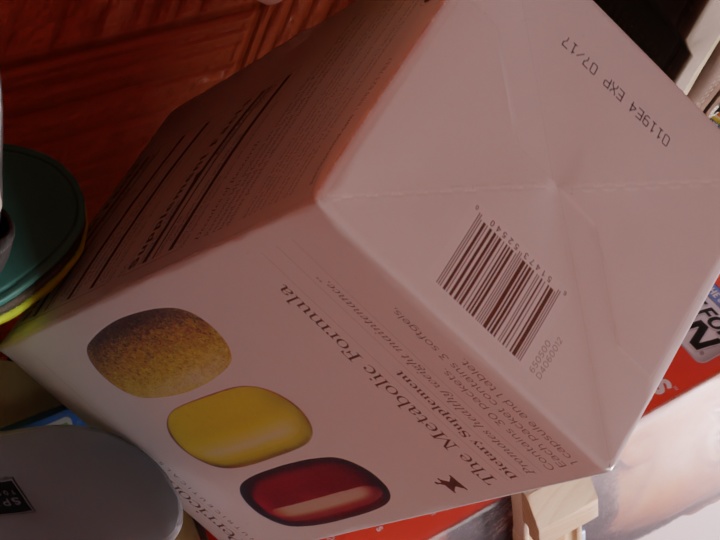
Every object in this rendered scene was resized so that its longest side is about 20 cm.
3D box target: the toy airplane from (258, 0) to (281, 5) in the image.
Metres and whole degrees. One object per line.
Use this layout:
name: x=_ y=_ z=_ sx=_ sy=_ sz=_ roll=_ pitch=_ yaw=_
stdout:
toy airplane: x=0.016 y=-0.162 z=0.641 sx=0.199 sy=0.141 sz=0.200 roll=0 pitch=127 yaw=-58

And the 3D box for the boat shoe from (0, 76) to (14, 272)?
boat shoe: x=-0.113 y=-0.007 z=0.588 sx=0.057 sy=0.069 sz=0.200 roll=-36 pitch=167 yaw=-19

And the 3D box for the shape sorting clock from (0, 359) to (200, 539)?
shape sorting clock: x=-0.132 y=0.127 z=0.760 sx=0.200 sy=0.039 sz=0.201 roll=2 pitch=88 yaw=-40

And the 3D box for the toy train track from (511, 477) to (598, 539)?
toy train track: x=0.073 y=0.137 z=0.829 sx=0.114 sy=0.033 sz=0.200 roll=-26 pitch=139 yaw=-17

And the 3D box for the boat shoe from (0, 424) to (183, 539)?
boat shoe: x=-0.143 y=0.084 z=0.682 sx=0.199 sy=0.074 sz=0.068 roll=-3 pitch=137 yaw=-51

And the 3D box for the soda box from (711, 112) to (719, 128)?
soda box: x=0.090 y=-0.104 z=0.804 sx=0.063 sy=0.068 sz=0.201 roll=-21 pitch=104 yaw=-44

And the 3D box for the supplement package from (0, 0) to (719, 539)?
supplement package: x=0.000 y=0.000 z=0.705 sx=0.200 sy=0.114 sz=0.110 roll=-23 pitch=-151 yaw=56

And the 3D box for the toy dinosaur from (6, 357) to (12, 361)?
toy dinosaur: x=-0.104 y=0.103 z=0.843 sx=0.077 sy=0.201 sz=0.102 roll=-11 pitch=180 yaw=-38

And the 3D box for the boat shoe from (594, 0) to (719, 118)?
boat shoe: x=0.094 y=-0.071 z=0.723 sx=0.068 sy=0.072 sz=0.200 roll=-20 pitch=161 yaw=-30

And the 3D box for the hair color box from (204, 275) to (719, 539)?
hair color box: x=0.052 y=0.086 z=0.839 sx=0.200 sy=0.064 sz=0.111 roll=-29 pitch=139 yaw=-15

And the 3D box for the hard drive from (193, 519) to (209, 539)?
hard drive: x=0.030 y=0.079 z=0.885 sx=0.200 sy=0.025 sz=0.132 roll=-13 pitch=133 yaw=-30

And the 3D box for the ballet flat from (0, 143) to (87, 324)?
ballet flat: x=-0.174 y=0.017 z=0.704 sx=0.200 sy=0.067 sz=0.067 roll=-27 pitch=169 yaw=-33
